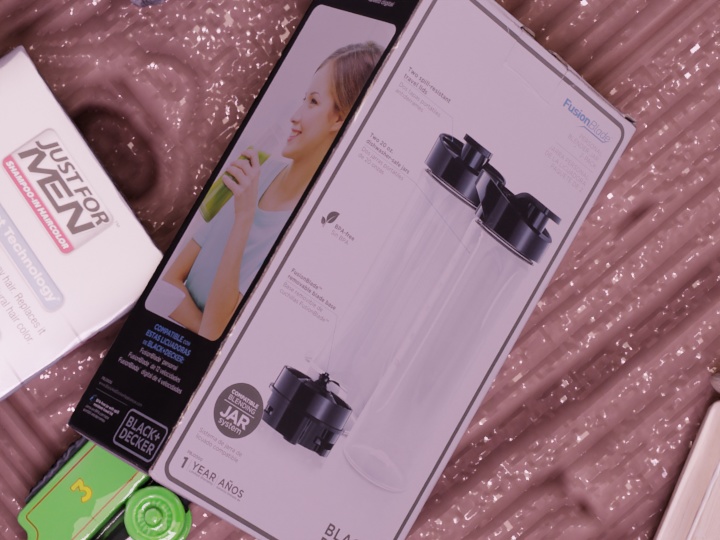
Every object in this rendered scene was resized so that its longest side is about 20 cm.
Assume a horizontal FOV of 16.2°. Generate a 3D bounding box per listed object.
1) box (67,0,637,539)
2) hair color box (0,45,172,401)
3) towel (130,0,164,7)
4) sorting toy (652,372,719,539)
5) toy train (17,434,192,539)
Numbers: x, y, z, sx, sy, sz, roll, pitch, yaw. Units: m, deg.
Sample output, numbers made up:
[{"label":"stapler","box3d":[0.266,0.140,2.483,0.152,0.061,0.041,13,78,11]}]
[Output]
[{"label":"box","box3d":[0.000,0.000,0.890,0.116,0.060,0.201,34,83,-38]},{"label":"hair color box","box3d":[-0.174,0.019,0.899,0.199,0.061,0.099,-35,93,-5]},{"label":"towel","box3d":[-0.051,-0.181,0.846,0.085,0.200,0.166,39,84,-3]},{"label":"sorting toy","box3d":[0.147,0.148,0.870,0.106,0.180,0.201,24,87,-5]},{"label":"toy train","box3d":[-0.140,0.136,0.911,0.056,0.042,0.200,44,85,6]}]
